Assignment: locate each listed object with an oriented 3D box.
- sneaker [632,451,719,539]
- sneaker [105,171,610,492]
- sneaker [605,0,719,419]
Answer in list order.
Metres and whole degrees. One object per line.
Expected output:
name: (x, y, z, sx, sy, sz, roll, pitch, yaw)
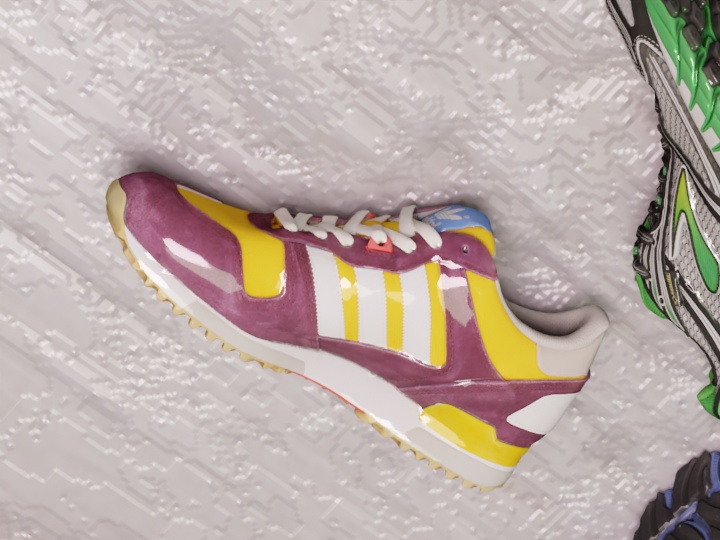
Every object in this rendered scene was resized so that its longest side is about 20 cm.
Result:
sneaker: (0.143, 0.137, 1.048, 0.078, 0.075, 0.200, 34, 120, -28)
sneaker: (0.000, 0.000, 0.967, 0.200, 0.075, 0.090, 31, 105, -24)
sneaker: (0.130, -0.023, 0.952, 0.085, 0.078, 0.200, -13, 110, 28)
